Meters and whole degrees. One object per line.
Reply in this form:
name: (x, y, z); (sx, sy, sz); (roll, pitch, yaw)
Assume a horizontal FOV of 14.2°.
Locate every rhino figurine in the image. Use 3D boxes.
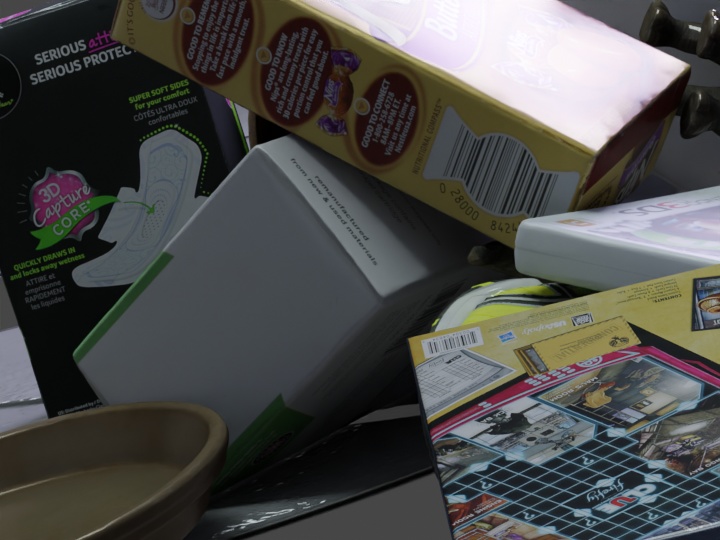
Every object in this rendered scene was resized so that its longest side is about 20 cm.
rhino figurine: (0.173, -0.068, 1.157); (0.087, 0.060, 0.200); (14, 8, -11)

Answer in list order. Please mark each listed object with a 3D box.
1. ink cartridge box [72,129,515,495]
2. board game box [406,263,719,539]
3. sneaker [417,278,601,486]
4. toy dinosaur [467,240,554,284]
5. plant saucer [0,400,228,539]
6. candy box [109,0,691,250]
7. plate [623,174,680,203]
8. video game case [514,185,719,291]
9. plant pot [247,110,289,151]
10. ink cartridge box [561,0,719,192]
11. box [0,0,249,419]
ink cartridge box: (0.000, 0.000, 1.196); (0.146, 0.084, 0.200); (-46, -13, 34)
board game box: (0.121, 0.045, 0.864); (0.199, 0.035, 0.136); (-13, 31, 1)
sneaker: (0.093, 0.030, 1.055); (0.076, 0.076, 0.200); (-8, 11, 39)
toy dinosaur: (0.092, 0.013, 1.174); (0.200, 0.048, 0.088); (-1, -41, -43)
plant saucer: (-0.141, 0.100, 1.075); (0.199, 0.030, 0.200); (-17, 12, 4)
candy box: (0.017, -0.085, 1.130); (0.199, 0.057, 0.117); (26, 29, 14)
plate: (0.100, -0.091, 1.613); (0.199, 0.200, 0.032); (-6, 46, 46)
video game case: (0.187, -0.003, 1.039); (0.200, 0.023, 0.182); (13, 15, 37)
plant pot: (0.031, -0.060, 1.527); (0.186, 0.188, 0.200); (-15, -7, -6)
ink cartridge box: (0.171, -0.142, 1.344); (0.147, 0.144, 0.200); (-59, -5, 24)
box: (-0.115, -0.037, 1.411); (0.124, 0.201, 0.149); (-17, 8, 3)
